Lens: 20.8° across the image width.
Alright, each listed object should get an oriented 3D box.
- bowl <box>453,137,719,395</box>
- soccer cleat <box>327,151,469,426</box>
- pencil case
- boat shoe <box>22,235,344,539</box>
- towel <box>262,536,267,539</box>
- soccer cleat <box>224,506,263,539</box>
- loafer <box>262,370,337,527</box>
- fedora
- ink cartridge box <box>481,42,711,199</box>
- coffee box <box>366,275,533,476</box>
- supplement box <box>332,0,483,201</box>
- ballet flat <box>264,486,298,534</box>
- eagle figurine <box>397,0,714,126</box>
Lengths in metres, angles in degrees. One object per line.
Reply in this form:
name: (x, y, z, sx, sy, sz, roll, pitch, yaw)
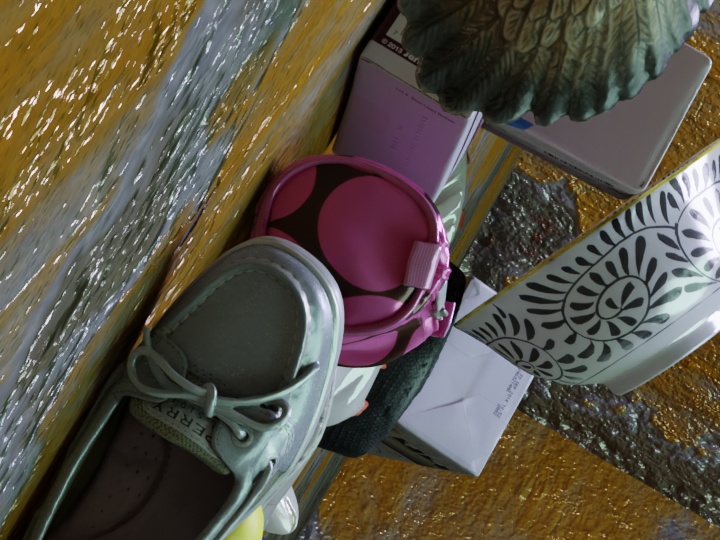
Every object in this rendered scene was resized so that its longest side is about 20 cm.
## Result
bowl: (0.163, 0.013, 1.184, 0.201, 0.094, 0.201, -34, 178, -1)
soccer cleat: (0.002, -0.005, 1.098, 0.078, 0.069, 0.200, 17, 96, -54)
pencil case: (0.000, 0.000, 0.916, 0.200, 0.094, 0.091, 65, 50, -84)
boat shoe: (-0.076, 0.078, 0.726, 0.202, 0.074, 0.065, -53, 178, 8)
towel: (-0.110, 0.289, 1.453, 0.200, 0.112, 0.049, -61, 165, 20)
soccer cleat: (-0.086, 0.195, 0.908, 0.200, 0.084, 0.065, -61, 175, 6)
loafer: (-0.073, 0.109, 1.042, 0.200, 0.070, 0.070, -61, -167, 2)
fedora: (0.003, 0.043, 1.226, 0.201, 0.092, 0.201, -59, 176, -7)
ink cartridge box: (0.112, -0.110, 1.124, 0.084, 0.146, 0.200, -62, 177, 3)
coffee box: (0.034, 0.070, 1.377, 0.113, 0.080, 0.200, -60, -159, -14)
supplement box: (0.065, -0.140, 0.950, 0.200, 0.061, 0.109, -57, 176, -22)
ballet flat: (-0.080, 0.154, 1.138, 0.200, 0.075, 0.068, -61, 175, 14)
eagle figurine: (0.090, -0.162, 0.693, 0.151, 0.152, 0.200, -32, -154, 53)
